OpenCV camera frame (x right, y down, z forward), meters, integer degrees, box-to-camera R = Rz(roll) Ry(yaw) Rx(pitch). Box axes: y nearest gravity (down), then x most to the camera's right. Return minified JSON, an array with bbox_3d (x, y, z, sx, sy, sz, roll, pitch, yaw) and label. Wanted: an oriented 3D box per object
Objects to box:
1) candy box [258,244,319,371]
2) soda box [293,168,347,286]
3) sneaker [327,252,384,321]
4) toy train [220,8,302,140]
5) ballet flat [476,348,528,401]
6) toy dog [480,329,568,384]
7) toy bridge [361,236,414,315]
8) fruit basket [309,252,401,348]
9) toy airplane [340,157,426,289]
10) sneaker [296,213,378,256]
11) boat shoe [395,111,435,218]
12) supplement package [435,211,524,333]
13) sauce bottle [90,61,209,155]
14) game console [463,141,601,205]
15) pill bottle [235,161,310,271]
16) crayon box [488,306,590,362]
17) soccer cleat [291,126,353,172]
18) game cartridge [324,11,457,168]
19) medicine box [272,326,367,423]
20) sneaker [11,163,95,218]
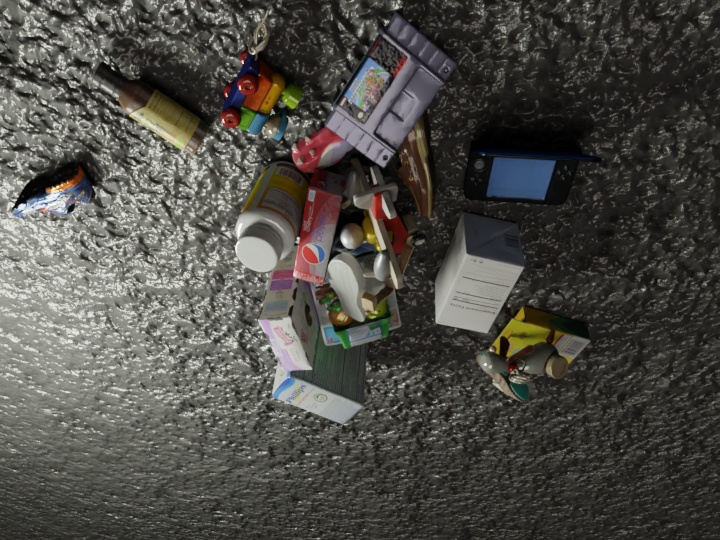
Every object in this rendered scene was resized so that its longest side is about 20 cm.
[{"bbox_3d":[-0.139,0.077,1.227,0.069,0.204,0.170,-5,135,11],"label":"candy box"},{"bbox_3d":[-0.075,-0.075,1.060,0.061,0.071,0.204,14,128,-3],"label":"soda box"},{"bbox_3d":[0.000,0.000,1.133,0.072,0.117,0.202,24,155,21],"label":"sneaker"},{"bbox_3d":[-0.141,-0.303,0.941,0.113,0.086,0.200,19,135,-27],"label":"toy train"},{"bbox_3d":[0.351,0.257,1.460,0.066,0.069,0.201,-10,131,43],"label":"ballet flat"},{"bbox_3d":[0.361,0.175,1.267,0.196,0.100,0.130,2,-175,-38],"label":"toy dog"},{"bbox_3d":[0.058,0.010,1.146,0.027,0.202,0.068,19,145,23],"label":"toy bridge"},{"bbox_3d":[-0.008,0.067,1.265,0.180,0.095,0.204,-14,127,-5],"label":"fruit basket"},{"bbox_3d":[0.023,-0.084,1.020,0.138,0.201,0.203,-24,110,12],"label":"toy airplane"},{"bbox_3d":[-0.040,-0.062,1.166,0.193,0.077,0.078,1,135,4],"label":"sneaker"},{"bbox_3d":[0.096,-0.185,1.038,0.065,0.073,0.204,-2,129,16],"label":"boat shoe"},{"bbox_3d":[0.231,0.008,1.172,0.116,0.123,0.203,11,136,-5],"label":"supplement package"},{"bbox_3d":[-0.357,-0.277,0.999,0.197,0.066,0.065,32,130,-22],"label":"sauce bottle"},{"bbox_3d":[0.284,-0.157,1.006,0.193,0.120,0.174,4,135,3],"label":"game console"},{"bbox_3d":[-0.156,-0.096,1.051,0.106,0.203,0.111,7,135,8],"label":"pill bottle"},{"bbox_3d":[0.408,0.155,1.350,0.194,0.052,0.128,16,134,-10],"label":"crayon box"},{"bbox_3d":[-0.030,-0.231,1.020,0.196,0.068,0.076,-26,166,18],"label":"soccer cleat"},{"bbox_3d":[0.044,-0.279,0.924,0.128,0.039,0.202,29,111,-22],"label":"game cartridge"},{"bbox_3d":[-0.090,0.230,1.386,0.196,0.185,0.103,25,133,-18],"label":"medicine box"},{"bbox_3d":[-0.609,-0.138,1.160,0.195,0.077,0.079,-14,136,22],"label":"sneaker"}]
